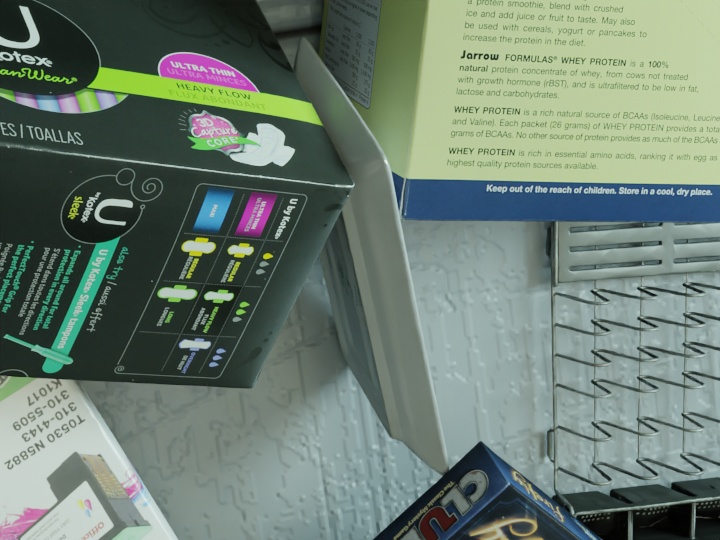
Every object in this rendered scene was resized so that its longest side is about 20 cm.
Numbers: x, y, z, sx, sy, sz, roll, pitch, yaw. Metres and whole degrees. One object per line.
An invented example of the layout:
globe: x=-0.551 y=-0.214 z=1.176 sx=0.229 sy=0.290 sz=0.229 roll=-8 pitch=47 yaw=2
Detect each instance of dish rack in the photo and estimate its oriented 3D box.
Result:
dish rack: x=0.171 y=0.048 z=0.994 sx=0.153 sy=0.055 sz=0.200 roll=-4 pitch=99 yaw=-18

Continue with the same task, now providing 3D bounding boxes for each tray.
tray: x=0.000 y=0.000 z=0.864 sx=0.022 sy=0.107 sz=0.200 roll=-22 pitch=132 yaw=-10

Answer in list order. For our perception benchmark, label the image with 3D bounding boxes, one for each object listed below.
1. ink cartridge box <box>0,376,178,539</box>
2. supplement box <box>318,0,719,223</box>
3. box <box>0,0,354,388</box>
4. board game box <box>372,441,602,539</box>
ink cartridge box: x=-0.177 y=0.118 z=0.874 sx=0.145 sy=0.084 sz=0.200 roll=-33 pitch=106 yaw=-11
supplement box: x=0.096 y=-0.136 z=0.880 sx=0.200 sy=0.134 sz=0.200 roll=-1 pitch=108 yaw=-21
box: x=-0.131 y=-0.045 z=0.794 sx=0.200 sy=0.149 sz=0.124 roll=5 pitch=129 yaw=-31
board game box: x=0.073 y=0.184 z=0.940 sx=0.135 sy=0.035 sz=0.200 roll=-43 pitch=130 yaw=8
